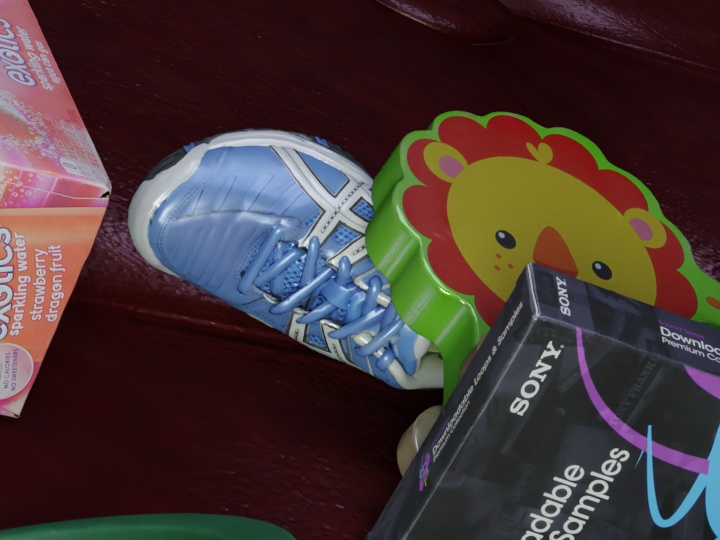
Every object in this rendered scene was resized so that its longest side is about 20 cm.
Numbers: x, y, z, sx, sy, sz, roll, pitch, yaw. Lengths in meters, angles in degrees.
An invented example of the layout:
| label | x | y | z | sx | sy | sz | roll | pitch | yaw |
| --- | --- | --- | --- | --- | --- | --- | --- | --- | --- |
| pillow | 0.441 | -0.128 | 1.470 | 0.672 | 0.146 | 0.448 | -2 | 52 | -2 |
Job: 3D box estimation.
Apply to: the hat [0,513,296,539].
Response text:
| label | x | y | z | sx | sy | sz | roll | pitch | yaw |
| --- | --- | --- | --- | --- | --- | --- | --- | --- | --- |
| hat | -0.074 | 0.172 | 0.684 | 0.199 | 0.177 | 0.166 | -6 | 10 | 29 |

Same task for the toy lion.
| label | x | y | z | sx | sy | sz | roll | pitch | yaw |
| --- | --- | --- | --- | --- | --- | --- | --- | --- | --- |
| toy lion | 0.095 | 0.024 | 0.996 | 0.199 | 0.069 | 0.192 | 22 | 43 | -17 |

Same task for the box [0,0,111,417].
| label | x | y | z | sx | sy | sz | roll | pitch | yaw |
| --- | --- | --- | --- | --- | --- | --- | --- | --- | --- |
| box | -0.172 | -0.047 | 0.941 | 0.094 | 0.103 | 0.200 | 14 | 26 | -28 |

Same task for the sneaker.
| label | x | y | z | sx | sy | sz | roll | pitch | yaw |
| --- | --- | --- | --- | --- | --- | --- | --- | --- | --- |
| sneaker | 0.000 | 0.000 | 1.037 | 0.199 | 0.076 | 0.077 | 16 | 21 | -23 |

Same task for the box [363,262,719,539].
| label | x | y | z | sx | sy | sz | roll | pitch | yaw |
| --- | --- | --- | --- | --- | --- | --- | --- | --- | --- |
| box | 0.117 | 0.090 | 0.900 | 0.199 | 0.143 | 0.036 | 20 | 32 | -14 |
